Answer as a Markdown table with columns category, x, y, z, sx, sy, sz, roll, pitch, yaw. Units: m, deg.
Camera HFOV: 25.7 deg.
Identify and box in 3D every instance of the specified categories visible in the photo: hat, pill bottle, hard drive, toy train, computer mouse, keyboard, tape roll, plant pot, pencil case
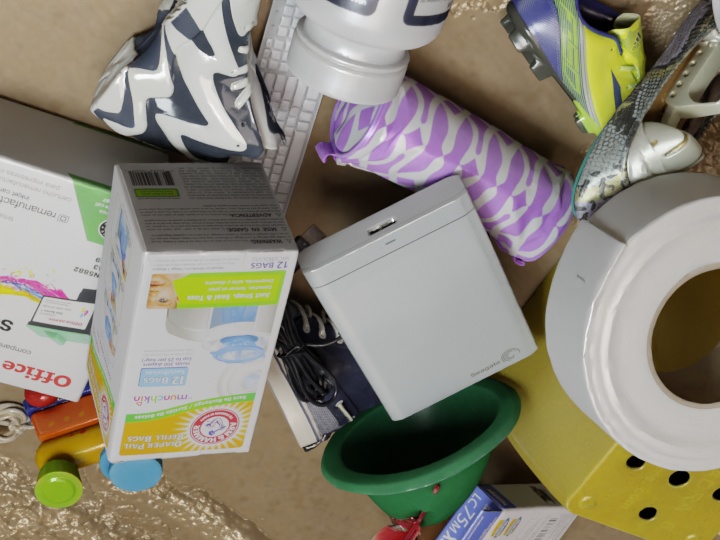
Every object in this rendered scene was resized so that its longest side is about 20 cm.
| category | x | y | z | sx | sy | sz | roll | pitch | yaw |
| --- | --- | --- | --- | --- | --- | --- | --- | --- | --- |
| hat | 0.067 | 0.204 | 1.317 | 0.200 | 0.166 | 0.176 | -4 | 117 | 41 |
| pill bottle | 0.016 | -0.216 | 1.044 | 0.111 | 0.111 | 0.200 | 11 | 120 | -15 |
| hard drive | 0.048 | 0.026 | 1.196 | 0.132 | 0.027 | 0.200 | -27 | 137 | 3 |
| toy train | -0.249 | 0.148 | 1.289 | 0.199 | 0.116 | 0.085 | -18 | 126 | 7 |
| computer mouse | 0.000 | 0.000 | 1.227 | 0.200 | 0.046 | 0.141 | -39 | 128 | -6 |
| keyboard | -0.060 | -0.118 | 1.178 | 0.056 | 0.011 | 0.200 | 10 | 125 | -14 |
| tape roll | 0.233 | 0.035 | 1.105 | 0.202 | 0.071 | 0.203 | -5 | 108 | -15 |
| plant pot | 0.236 | 0.107 | 1.278 | 0.200 | 0.177 | 0.200 | 22 | 121 | -21 |
| pencil case | 0.067 | -0.078 | 1.176 | 0.200 | 0.084 | 0.086 | 26 | 105 | -24 |

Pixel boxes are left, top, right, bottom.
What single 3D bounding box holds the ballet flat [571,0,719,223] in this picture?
| category | x | y | z | sx | sy | sz | roll | pitch | yaw |
| --- | --- | --- | --- | --- | --- | --- | --- | --- | --- |
| ballet flat | 0.225 | -0.111 | 1.125 | 0.072 | 0.072 | 0.201 | 39 | 82 | -29 |

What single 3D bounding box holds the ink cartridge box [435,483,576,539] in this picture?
| category | x | y | z | sx | sy | sz | roll | pitch | yaw |
| --- | --- | --- | --- | --- | --- | --- | --- | --- | --- |
| ink cartridge box | 0.110 | 0.241 | 1.371 | 0.120 | 0.042 | 0.200 | -56 | 153 | 14 |

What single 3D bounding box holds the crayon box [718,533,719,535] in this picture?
| category | x | y | z | sx | sy | sz | roll | pitch | yaw |
| --- | --- | --- | --- | --- | --- | --- | --- | --- | --- |
| crayon box | 0.403 | 0.168 | 1.417 | 0.119 | 0.058 | 0.200 | 24 | 120 | -23 |

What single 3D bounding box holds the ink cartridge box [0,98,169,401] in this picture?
| category | x | y | z | sx | sy | sz | roll | pitch | yaw |
| --- | --- | --- | --- | --- | --- | --- | --- | --- | --- |
| ink cartridge box | -0.246 | -0.012 | 1.189 | 0.144 | 0.084 | 0.200 | 17 | 122 | -19 |

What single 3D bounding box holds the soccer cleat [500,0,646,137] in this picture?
| category | x | y | z | sx | sy | sz | roll | pitch | yaw |
| --- | --- | --- | --- | --- | --- | --- | --- | --- | --- |
| soccer cleat | 0.185 | -0.142 | 1.157 | 0.084 | 0.065 | 0.200 | -37 | 123 | 14 |

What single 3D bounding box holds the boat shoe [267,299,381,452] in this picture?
| category | x | y | z | sx | sy | sz | roll | pitch | yaw |
| --- | --- | --- | --- | --- | --- | --- | --- | --- | --- |
| boat shoe | -0.045 | 0.049 | 1.278 | 0.093 | 0.075 | 0.200 | -27 | 127 | -5 |

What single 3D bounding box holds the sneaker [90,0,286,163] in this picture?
| category | x | y | z | sx | sy | sz | roll | pitch | yaw |
| --- | --- | --- | --- | --- | --- | --- | --- | --- | --- |
| sneaker | -0.085 | -0.146 | 1.106 | 0.129 | 0.080 | 0.199 | 33 | 117 | -23 |

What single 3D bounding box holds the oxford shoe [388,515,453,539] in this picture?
| category | x | y | z | sx | sy | sz | roll | pitch | yaw |
| --- | --- | --- | --- | --- | --- | --- | --- | --- | --- |
| oxford shoe | 0.073 | 0.234 | 1.423 | 0.071 | 0.071 | 0.200 | -21 | 125 | 3 |

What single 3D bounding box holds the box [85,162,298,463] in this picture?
| category | x | y | z | sx | sy | sz | roll | pitch | yaw |
| --- | --- | --- | --- | --- | --- | --- | --- | --- | --- |
| box | -0.126 | 0.031 | 1.131 | 0.112 | 0.101 | 0.200 | -1 | 131 | -22 |

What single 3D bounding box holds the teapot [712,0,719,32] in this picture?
| category | x | y | z | sx | sy | sz | roll | pitch | yaw |
| --- | --- | --- | --- | --- | --- | --- | --- | --- | --- |
| teapot | 0.264 | -0.277 | 1.013 | 0.197 | 0.146 | 0.200 | -35 | 124 | 19 |
